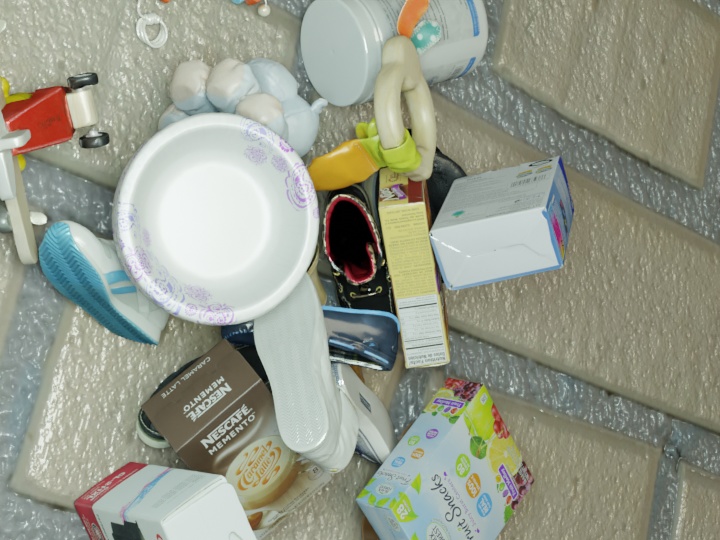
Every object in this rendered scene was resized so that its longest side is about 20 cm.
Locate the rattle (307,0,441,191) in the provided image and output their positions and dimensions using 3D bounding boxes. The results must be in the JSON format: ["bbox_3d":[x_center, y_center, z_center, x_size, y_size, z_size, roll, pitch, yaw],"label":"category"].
[{"bbox_3d":[0.016,-0.195,1.474,0.129,0.142,0.204,8,73,-47],"label":"rattle"}]

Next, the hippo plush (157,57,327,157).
[{"bbox_3d":[-0.100,-0.161,1.440,0.201,0.159,0.160,52,47,0],"label":"hippo plush"}]

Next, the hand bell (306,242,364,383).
[{"bbox_3d":[-0.047,0.066,1.525,0.105,0.103,0.201,-52,128,-27],"label":"hand bell"}]

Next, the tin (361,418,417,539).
[{"bbox_3d":[0.073,0.272,1.619,0.112,0.042,0.202,38,66,-24],"label":"tin"}]

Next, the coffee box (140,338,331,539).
[{"bbox_3d":[-0.125,0.181,1.383,0.114,0.080,0.201,-40,137,-8],"label":"coffee box"}]

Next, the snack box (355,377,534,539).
[{"bbox_3d":[0.105,0.259,1.568,0.200,0.067,0.170,-49,124,-29],"label":"snack box"}]

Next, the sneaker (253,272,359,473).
[{"bbox_3d":[-0.053,0.106,1.354,0.116,0.073,0.203,55,24,-60],"label":"sneaker"}]

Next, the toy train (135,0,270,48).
[{"bbox_3d":[-0.170,-0.332,1.462,0.199,0.055,0.152,-33,106,-34],"label":"toy train"}]

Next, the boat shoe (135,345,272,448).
[{"bbox_3d":[-0.152,0.118,1.428,0.197,0.067,0.075,-22,58,-30],"label":"boat shoe"}]

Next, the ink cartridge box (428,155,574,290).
[{"bbox_3d":[0.166,-0.062,1.502,0.201,0.134,0.077,-63,138,-61],"label":"ink cartridge box"}]

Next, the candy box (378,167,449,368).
[{"bbox_3d":[0.062,-0.006,1.514,0.055,0.117,0.203,-7,116,5],"label":"candy box"}]

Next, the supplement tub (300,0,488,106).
[{"bbox_3d":[0.042,-0.276,1.571,0.198,0.131,0.134,-19,98,-36],"label":"supplement tub"}]

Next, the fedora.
[{"bbox_3d":[0.081,-0.075,1.609,0.198,0.091,0.204,3,86,-36],"label":"fedora"}]

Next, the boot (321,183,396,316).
[{"bbox_3d":[0.000,0.000,1.504,0.072,0.151,0.204,-10,93,2],"label":"boot"}]

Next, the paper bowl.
[{"bbox_3d":[-0.146,-0.050,1.311,0.197,0.104,0.204,0,91,-15],"label":"paper bowl"}]

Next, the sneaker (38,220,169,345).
[{"bbox_3d":[-0.254,-0.002,1.343,0.082,0.075,0.200,-69,152,-22],"label":"sneaker"}]

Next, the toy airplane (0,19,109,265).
[{"bbox_3d":[-0.344,-0.132,1.268,0.200,0.139,0.203,55,37,-58],"label":"toy airplane"}]

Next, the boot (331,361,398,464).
[{"bbox_3d":[-0.025,0.176,1.538,0.201,0.089,0.073,57,19,-45],"label":"boot"}]

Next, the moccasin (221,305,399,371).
[{"bbox_3d":[-0.050,0.076,1.422,0.196,0.081,0.069,2,75,-12],"label":"moccasin"}]

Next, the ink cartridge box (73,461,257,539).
[{"bbox_3d":[-0.185,0.278,1.322,0.082,0.199,0.148,-31,105,-33],"label":"ink cartridge box"}]
